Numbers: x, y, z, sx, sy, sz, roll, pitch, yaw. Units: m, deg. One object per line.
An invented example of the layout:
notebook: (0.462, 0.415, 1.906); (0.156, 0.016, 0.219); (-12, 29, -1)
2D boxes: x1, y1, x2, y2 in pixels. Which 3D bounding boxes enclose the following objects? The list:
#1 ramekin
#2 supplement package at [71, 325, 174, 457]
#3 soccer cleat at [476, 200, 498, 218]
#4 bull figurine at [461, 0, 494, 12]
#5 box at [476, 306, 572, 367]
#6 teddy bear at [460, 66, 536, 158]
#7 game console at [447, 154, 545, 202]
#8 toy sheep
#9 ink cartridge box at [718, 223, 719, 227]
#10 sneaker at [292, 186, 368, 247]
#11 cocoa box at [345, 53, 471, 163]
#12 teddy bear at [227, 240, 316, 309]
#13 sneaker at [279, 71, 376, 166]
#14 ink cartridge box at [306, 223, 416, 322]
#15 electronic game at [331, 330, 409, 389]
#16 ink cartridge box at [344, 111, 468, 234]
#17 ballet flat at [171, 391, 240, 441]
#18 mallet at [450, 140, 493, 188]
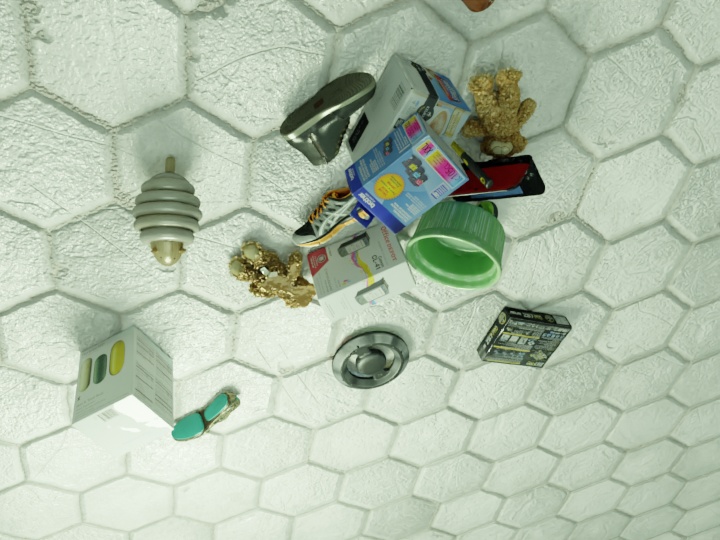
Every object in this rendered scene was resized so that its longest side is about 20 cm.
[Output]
ramekin: (0.199, -0.053, 1.435); (0.199, 0.098, 0.200); (16, 153, 8)
supplement package: (-0.512, 0.262, 1.534); (0.151, 0.201, 0.151); (-26, 132, 8)
soccer cleat: (0.269, -0.087, 1.529); (0.081, 0.068, 0.200); (-12, 151, -18)
bull figurine: (0.161, -0.507, 1.134); (0.121, 0.065, 0.200); (-38, 132, 27)
box: (0.426, 0.178, 1.829); (0.199, 0.049, 0.162); (9, 126, -22)
teddy bear: (0.265, -0.293, 1.342); (0.144, 0.067, 0.201); (-4, 132, -10)
game console: (0.240, -0.151, 1.372); (0.199, 0.119, 0.172); (-2, 151, 31)
toy sheep: (-0.353, -0.108, 1.285); (0.137, 0.201, 0.138); (-5, 173, -1)
ink cartridge box: (0.984, -0.095, 1.642); (0.146, 0.200, 0.145); (7, 126, -21)
sneaker: (-0.058, -0.119, 1.420); (0.199, 0.078, 0.077); (-32, 118, 8)
cocoa box: (0.083, -0.260, 1.286); (0.131, 0.134, 0.200); (14, 126, -27)
teddy bear: (-0.186, 0.007, 1.504); (0.199, 0.067, 0.146); (15, 116, -19)
sneaker: (-0.040, -0.277, 1.287); (0.199, 0.075, 0.106); (-27, 138, 21)
ink cartridge box: (0.000, 0.000, 1.484); (0.199, 0.148, 0.086); (-24, 133, 5)
electronic game: (0.026, 0.227, 1.763); (0.199, 0.042, 0.201); (-7, 130, -9)
ink cartridge box: (0.068, -0.157, 1.233); (0.200, 0.077, 0.136); (-36, 131, 20)
ballet flat: (-0.381, 0.376, 1.770); (0.200, 0.068, 0.075); (-36, 146, 13)
mallet: (0.187, -0.212, 1.319); (0.041, 0.201, 0.066); (-14, 145, -21)
